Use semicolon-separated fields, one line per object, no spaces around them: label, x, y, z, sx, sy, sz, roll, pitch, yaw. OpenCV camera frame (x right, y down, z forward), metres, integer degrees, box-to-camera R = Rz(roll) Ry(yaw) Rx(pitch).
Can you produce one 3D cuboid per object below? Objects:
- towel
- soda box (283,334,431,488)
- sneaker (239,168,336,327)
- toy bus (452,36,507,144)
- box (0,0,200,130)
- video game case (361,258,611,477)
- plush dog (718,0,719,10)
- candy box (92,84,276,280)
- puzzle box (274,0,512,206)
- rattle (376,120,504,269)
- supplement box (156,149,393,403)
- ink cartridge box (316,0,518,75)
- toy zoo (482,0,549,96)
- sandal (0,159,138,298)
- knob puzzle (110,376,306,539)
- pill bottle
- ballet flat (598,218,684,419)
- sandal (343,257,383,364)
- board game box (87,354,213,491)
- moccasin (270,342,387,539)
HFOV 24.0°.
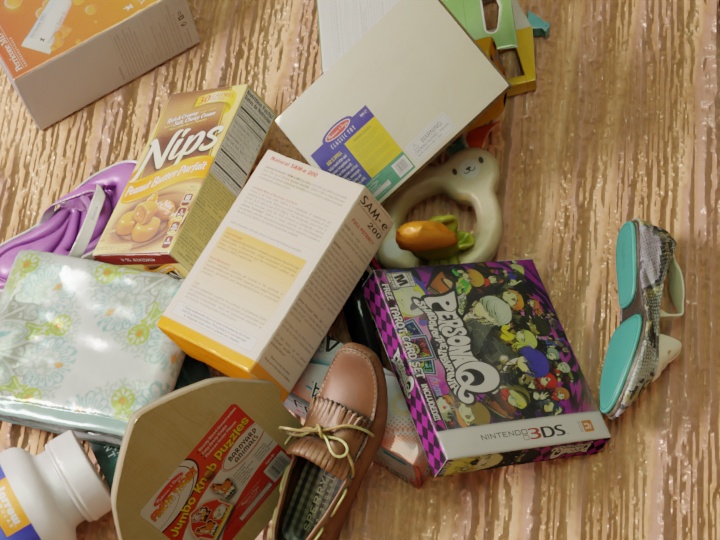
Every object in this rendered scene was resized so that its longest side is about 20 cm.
towel;-0.262;0.072;1.599;0.198;0.048;0.173;11;67;14
soda box;-0.010;0.117;1.566;0.199;0.064;0.069;29;70;20
sneaker;-0.076;-0.013;1.647;0.077;0.073;0.201;-28;53;2
toy bus;0.045;-0.161;1.666;0.198;0.079;0.065;-14;26;16
box;-0.290;-0.262;1.781;0.199;0.098;0.125;-31;63;-8
video game case;0.113;0.083;1.539;0.180;0.036;0.201;-3;57;-29
plush dog;0.442;-0.252;1.637;0.159;0.172;0.202;-9;61;2
candy box;-0.173;-0.085;1.669;0.115;0.055;0.201;-1;57;41
puzzle box;0.030;-0.159;1.615;0.200;0.025;0.133;-41;83;15
rattle;0.080;-0.094;1.627;0.129;0.143;0.201;16;70;35
supplement box;-0.077;0.003;1.548;0.125;0.074;0.201;23;75;36
ink cartridge box;0.057;-0.241;1.722;0.198;0.059;0.105;-7;62;4
toy zoo;0.101;-0.229;1.756;0.198;0.021;0.132;-13;62;1
sandal;-0.292;-0.043;1.694;0.202;0.050;0.082;-40;65;-14
knob puzzle;-0.143;0.172;1.476;0.219;0.220;0.030;-42;42;-15
pill bottle;-0.326;0.230;1.520;0.199;0.112;0.112;-31;63;-9
ballet flat;0.268;0.048;1.569;0.071;0.072;0.202;5;65;10
sandal;0.000;0.000;1.624;0.045;0.075;0.201;-9;59;-10
board game box;-0.204;0.120;1.609;0.134;0.028;0.201;-28;63;-7
moccasin;-0.033;0.161;1.488;0.073;0.078;0.203;29;103;21
